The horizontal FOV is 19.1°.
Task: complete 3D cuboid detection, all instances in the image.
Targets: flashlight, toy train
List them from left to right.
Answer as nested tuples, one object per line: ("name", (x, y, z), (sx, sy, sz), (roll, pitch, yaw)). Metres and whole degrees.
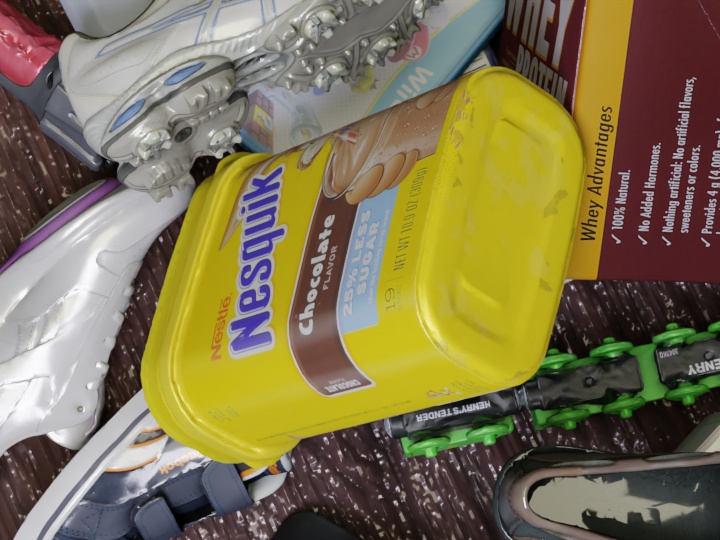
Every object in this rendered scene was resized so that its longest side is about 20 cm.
("flashlight", (-0.193, -0.136, 1.097), (0.200, 0.068, 0.068), (38, 104, 8))
("toy train", (0.110, 0.060, 1.079), (0.199, 0.056, 0.042), (-12, 79, 0))

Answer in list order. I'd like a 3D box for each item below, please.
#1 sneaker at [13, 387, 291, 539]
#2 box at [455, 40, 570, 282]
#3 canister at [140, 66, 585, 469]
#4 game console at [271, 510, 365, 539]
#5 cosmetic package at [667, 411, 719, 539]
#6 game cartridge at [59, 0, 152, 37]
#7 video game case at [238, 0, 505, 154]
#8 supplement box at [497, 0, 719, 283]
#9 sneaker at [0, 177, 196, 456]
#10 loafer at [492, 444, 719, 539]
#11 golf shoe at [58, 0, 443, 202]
("sneaker", (-0.086, 0.096, 1.067), (0.079, 0.078, 0.200), (42, 84, 11))
("box", (0.025, -0.065, 1.105), (0.121, 0.032, 0.200), (-24, 81, -2))
("canister", (0.000, 0.000, 0.959), (0.086, 0.200, 0.149), (30, 60, -30))
("game console", (-0.033, 0.223, 1.002), (0.116, 0.176, 0.200), (27, 85, 4))
("cosmetic package", (0.222, 0.164, 1.041), (0.200, 0.108, 0.085), (45, 86, 4))
("game cartridge", (-0.058, -0.172, 1.068), (0.200, 0.040, 0.134), (-28, 83, -7))
("video game case", (-0.043, -0.142, 1.093), (0.200, 0.018, 0.143), (39, 84, 7))
("supplement box", (0.177, -0.103, 1.005), (0.199, 0.133, 0.198), (2, 107, -12))
("sneaker", (-0.149, 0.029, 1.088), (0.200, 0.075, 0.100), (-44, 98, 1))
("loafer", (0.160, 0.112, 0.962), (0.199, 0.063, 0.072), (2, 83, 1))
("golf shoe", (-0.051, -0.123, 1.005), (0.200, 0.078, 0.097), (-30, 62, -15))
